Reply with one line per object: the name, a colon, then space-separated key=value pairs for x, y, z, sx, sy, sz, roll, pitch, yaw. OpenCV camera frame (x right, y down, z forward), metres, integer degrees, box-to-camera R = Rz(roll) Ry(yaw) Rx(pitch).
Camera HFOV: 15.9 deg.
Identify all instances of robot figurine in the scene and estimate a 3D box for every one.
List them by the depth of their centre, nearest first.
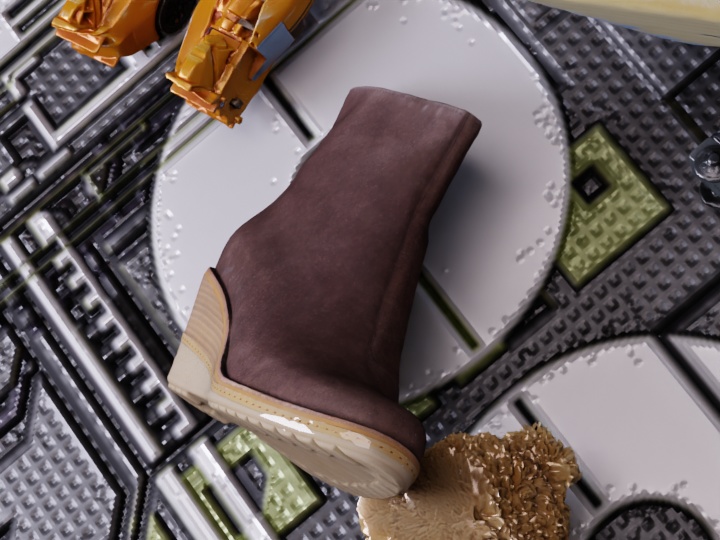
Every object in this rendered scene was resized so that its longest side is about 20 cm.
robot figurine: x=-0.054 y=-0.175 z=1.200 sx=0.145 sy=0.058 sz=0.200 roll=26 pitch=85 yaw=24

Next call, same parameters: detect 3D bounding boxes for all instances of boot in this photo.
boot: x=0.000 y=0.000 z=1.083 sx=0.167 sy=0.072 sz=0.200 roll=-57 pitch=29 yaw=-7

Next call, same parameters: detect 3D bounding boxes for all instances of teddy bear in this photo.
teddy bear: x=0.071 y=0.165 z=1.059 sx=0.145 sy=0.067 sz=0.200 roll=-43 pitch=71 yaw=14

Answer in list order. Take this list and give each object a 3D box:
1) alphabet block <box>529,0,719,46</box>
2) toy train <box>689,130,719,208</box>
alphabet block: x=0.191 y=-0.181 z=1.007 sx=0.199 sy=0.195 sz=0.197 roll=12 pitch=96 yaw=31
toy train: x=0.217 y=0.004 z=1.064 sx=0.046 sy=0.034 sz=0.200 roll=-41 pitch=64 yaw=-9
